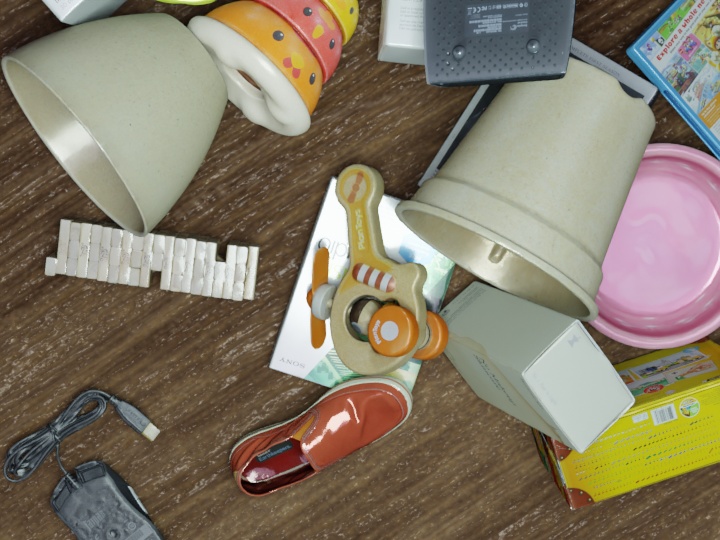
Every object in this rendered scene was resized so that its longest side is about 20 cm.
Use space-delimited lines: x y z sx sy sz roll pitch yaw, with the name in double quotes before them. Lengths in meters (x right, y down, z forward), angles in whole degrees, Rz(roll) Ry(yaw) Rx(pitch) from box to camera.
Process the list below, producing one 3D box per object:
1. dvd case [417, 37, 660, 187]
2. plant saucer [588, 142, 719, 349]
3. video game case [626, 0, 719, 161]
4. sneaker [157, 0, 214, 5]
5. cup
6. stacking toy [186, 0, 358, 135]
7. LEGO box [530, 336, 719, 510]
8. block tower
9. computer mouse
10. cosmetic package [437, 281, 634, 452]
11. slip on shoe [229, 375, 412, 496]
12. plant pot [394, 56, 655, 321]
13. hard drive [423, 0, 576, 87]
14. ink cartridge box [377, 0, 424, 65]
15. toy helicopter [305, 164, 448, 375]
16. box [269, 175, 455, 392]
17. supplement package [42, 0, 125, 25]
"dvd case" 0.170 -0.126 1.251 0.150 0.025 0.200 34 95 16
"plant saucer" 0.289 -0.025 1.279 0.200 0.051 0.201 0 97 -1
"video game case" 0.365 -0.182 1.255 0.200 0.018 0.143 47 71 -7
"sneaker" -0.115 -0.311 1.211 0.200 0.074 0.084 -27 124 -7
"cup" -0.207 -0.152 1.186 0.143 0.200 0.200 -41 97 -18
"stacking toy" -0.052 -0.240 1.218 0.146 0.146 0.200 41 77 -6
"LEGO box" 0.270 0.141 1.248 0.199 0.149 0.077 -18 100 1
"block tower" -0.199 -0.012 1.261 0.199 0.054 0.058 7 96 -3
"computer mouse" -0.241 0.214 1.295 0.140 0.046 0.200 -44 91 -1
"cosmetic package" 0.151 0.084 1.200 0.073 0.200 0.104 -41 110 -9
"slip on shoe" -0.038 0.165 1.267 0.200 0.061 0.074 -26 115 11
"plant pot" 0.161 -0.083 1.152 0.200 0.200 0.184 30 83 -5
"hard drive" 0.123 -0.254 1.116 0.135 0.042 0.201 -2 78 21
"ink cartridge box" 0.096 -0.293 1.209 0.145 0.088 0.201 4 89 -3
"toy helicopter" 0.000 0.000 1.226 0.132 0.079 0.201 -12 79 29
"box" 0.007 0.023 1.282 0.144 0.036 0.201 18 97 -4
"supplement package" -0.220 -0.327 1.171 0.200 0.156 0.111 -42 96 4
